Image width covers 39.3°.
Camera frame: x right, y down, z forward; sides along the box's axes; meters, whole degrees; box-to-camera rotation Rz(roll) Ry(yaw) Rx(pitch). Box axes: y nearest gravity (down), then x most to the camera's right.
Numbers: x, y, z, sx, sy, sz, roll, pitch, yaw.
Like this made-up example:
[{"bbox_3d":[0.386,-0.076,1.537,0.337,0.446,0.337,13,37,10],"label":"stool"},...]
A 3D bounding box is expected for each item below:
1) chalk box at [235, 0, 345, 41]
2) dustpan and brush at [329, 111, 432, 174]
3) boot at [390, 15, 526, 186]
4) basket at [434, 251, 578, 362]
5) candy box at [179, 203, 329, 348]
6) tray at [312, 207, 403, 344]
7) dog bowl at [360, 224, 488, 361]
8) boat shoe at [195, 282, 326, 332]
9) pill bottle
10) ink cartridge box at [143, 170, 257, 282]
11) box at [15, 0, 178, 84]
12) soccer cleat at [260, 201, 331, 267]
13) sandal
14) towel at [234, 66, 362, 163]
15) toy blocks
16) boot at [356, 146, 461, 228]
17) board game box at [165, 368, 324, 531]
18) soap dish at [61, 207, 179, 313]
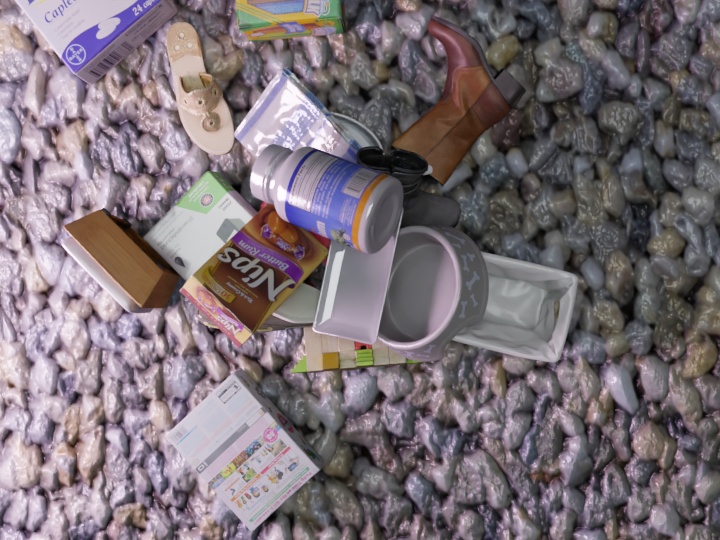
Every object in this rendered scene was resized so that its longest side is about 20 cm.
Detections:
[{"bbox_3d":[-0.082,-0.418,1.500,0.199,0.124,0.125,-4,92,3],"label":"chalk box"},{"bbox_3d":[0.011,-0.165,1.538,0.199,0.057,0.141,7,93,2],"label":"dustpan and brush"},{"bbox_3d":[0.121,-0.262,1.543,0.188,0.069,0.200,43,100,-8],"label":"boot"},{"bbox_3d":[0.208,0.047,1.509,0.199,0.123,0.136,13,92,1],"label":"basket"},{"bbox_3d":[-0.146,0.001,1.424,0.117,0.056,0.200,43,51,-3],"label":"candy box"},{"bbox_3d":[0.000,0.000,1.446,0.107,0.022,0.201,10,87,30],"label":"tray"},{"bbox_3d":[0.083,0.028,1.433,0.199,0.059,0.201,-10,74,36],"label":"dog bowl"},{"bbox_3d":[-0.141,0.056,1.473,0.200,0.060,0.072,5,52,-21],"label":"boat shoe"},{"bbox_3d":[-0.050,-0.106,1.402,0.199,0.112,0.113,22,93,22],"label":"pill bottle"},{"bbox_3d":[-0.205,-0.031,1.539,0.200,0.084,0.146,45,93,-1],"label":"ink cartridge box"},{"bbox_3d":[-0.413,-0.421,1.521,0.184,0.105,0.200,-39,90,2],"label":"box"},{"bbox_3d":[-0.067,-0.047,1.533,0.200,0.076,0.067,37,74,-1],"label":"soccer cleat"},{"bbox_3d":[-0.254,-0.278,1.538,0.077,0.070,0.213,-17,92,3],"label":"sandal"},{"bbox_3d":[-0.090,-0.188,1.525,0.200,0.024,0.147,47,119,6],"label":"towel"},{"bbox_3d":[-0.011,0.081,1.541,0.199,0.100,0.138,-5,82,0],"label":"toy blocks"},{"bbox_3d":[0.075,-0.116,1.481,0.199,0.132,0.070,3,56,-20],"label":"boot"},{"bbox_3d":[-0.177,0.276,1.562,0.147,0.064,0.200,-42,89,4],"label":"board game box"},{"bbox_3d":[-0.348,-0.013,1.489,0.157,0.200,0.081,45,87,0],"label":"soap dish"}]
